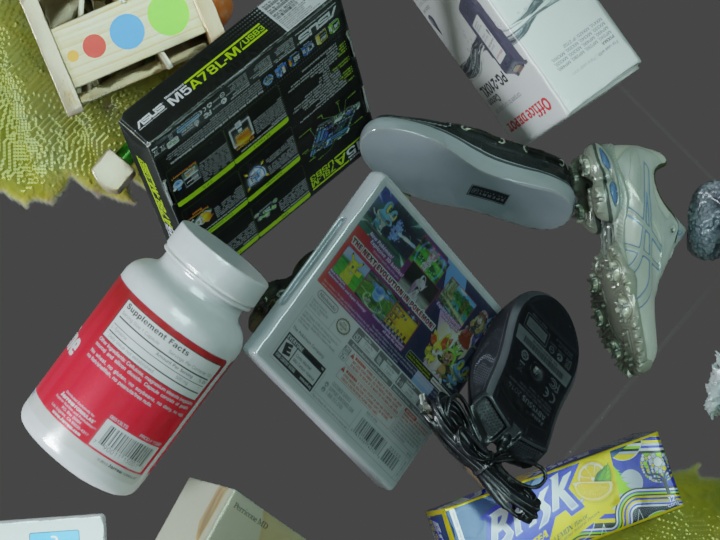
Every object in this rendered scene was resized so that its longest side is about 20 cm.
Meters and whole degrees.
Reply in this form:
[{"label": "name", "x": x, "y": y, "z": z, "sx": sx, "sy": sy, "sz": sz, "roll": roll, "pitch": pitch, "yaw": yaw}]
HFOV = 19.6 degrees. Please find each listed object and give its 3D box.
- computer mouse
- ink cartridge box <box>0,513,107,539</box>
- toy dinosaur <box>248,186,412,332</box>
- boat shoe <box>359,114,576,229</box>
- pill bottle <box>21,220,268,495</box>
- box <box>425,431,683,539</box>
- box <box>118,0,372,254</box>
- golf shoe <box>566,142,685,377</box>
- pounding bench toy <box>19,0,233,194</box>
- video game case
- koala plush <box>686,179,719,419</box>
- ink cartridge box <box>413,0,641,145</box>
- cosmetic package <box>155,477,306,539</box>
[{"label": "computer mouse", "x": 0.117, "y": 0.099, "z": 1.705, "sx": 0.139, "sy": 0.053, "sz": 0.200, "roll": 48, "pitch": 46, "yaw": -19}, {"label": "ink cartridge box", "x": -0.292, "y": 0.284, "z": 1.617, "sx": 0.198, "sy": 0.045, "sz": 0.178, "roll": -3, "pitch": 81, "yaw": -14}, {"label": "toy dinosaur", "x": 0.000, "y": 0.000, "z": 1.731, "sx": 0.200, "sy": 0.047, "sz": 0.088, "roll": -41, "pitch": 86, "yaw": -19}, {"label": "boat shoe", "x": 0.089, "y": -0.091, "z": 1.751, "sx": 0.199, "sy": 0.069, "sz": 0.057, "roll": 20, "pitch": 46, "yaw": -19}, {"label": "pill bottle", "x": -0.163, "y": 0.065, "z": 1.617, "sx": 0.112, "sy": 0.112, "sz": 0.200, "roll": 37, "pitch": 94, "yaw": -6}, {"label": "box", "x": 0.160, "y": 0.198, "z": 1.728, "sx": 0.199, "sy": 0.064, "sz": 0.071, "roll": -18, "pitch": 86, "yaw": -15}, {"label": "box", "x": -0.084, "y": -0.111, "z": 1.656, "sx": 0.200, "sy": 0.194, "sz": 0.047, "roll": -41, "pitch": 60, "yaw": -15}, {"label": "golf shoe", "x": 0.241, "y": -0.013, "z": 1.776, "sx": 0.097, "sy": 0.078, "sz": 0.202, "roll": -7, "pitch": 84, "yaw": -20}, {"label": "pounding bench toy", "x": -0.171, "y": -0.177, "z": 1.657, "sx": 0.155, "sy": 0.124, "sz": 0.201, "roll": -23, "pitch": 98, "yaw": -6}, {"label": "video game case", "x": 0.017, "y": 0.051, "z": 1.687, "sx": 0.183, "sy": 0.023, "sz": 0.200, "roll": -54, "pitch": 127, "yaw": -15}, {"label": "koala plush", "x": 0.366, "y": 0.037, "z": 1.758, "sx": 0.176, "sy": 0.184, "sz": 0.202, "roll": 11, "pitch": 91, "yaw": -12}, {"label": "ink cartridge box", "x": 0.126, "y": -0.215, "z": 1.739, "sx": 0.084, "sy": 0.145, "sz": 0.201, "roll": -36, "pitch": 91, "yaw": -14}, {"label": "cosmetic package", "x": -0.128, "y": 0.275, "z": 1.623, "sx": 0.105, "sy": 0.071, "sz": 0.201, "roll": 37, "pitch": 72, "yaw": -32}]
